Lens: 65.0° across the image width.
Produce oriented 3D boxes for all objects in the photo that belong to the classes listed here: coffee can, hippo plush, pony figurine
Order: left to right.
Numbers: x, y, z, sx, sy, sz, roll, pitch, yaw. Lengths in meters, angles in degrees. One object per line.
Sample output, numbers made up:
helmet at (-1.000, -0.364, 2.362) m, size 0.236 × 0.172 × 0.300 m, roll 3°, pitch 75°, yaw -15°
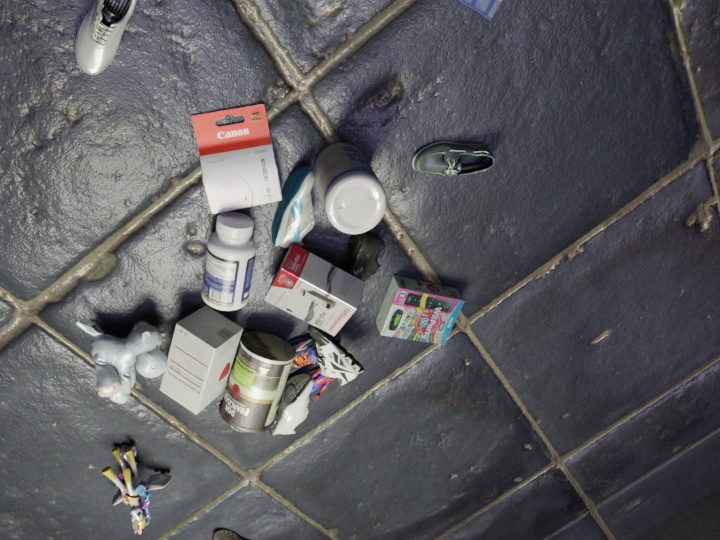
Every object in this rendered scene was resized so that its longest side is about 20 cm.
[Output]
pony figurine at (-0.612, 0.575, 1.517) m, size 0.163 × 0.193 × 0.205 m, roll -18°, pitch 105°, yaw -7°
hippo plush at (-0.530, 0.192, 1.323) m, size 0.157 × 0.159 × 0.205 m, roll -19°, pitch 83°, yaw -5°
coffee can at (-0.260, 0.278, 1.423) m, size 0.143 × 0.147 × 0.204 m, roll 14°, pitch 105°, yaw -22°

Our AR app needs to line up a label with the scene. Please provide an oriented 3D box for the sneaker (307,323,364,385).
sneaker at (-0.079, 0.217, 1.408) m, size 0.088 × 0.074 × 0.201 m, roll -40°, pitch 116°, yaw 1°

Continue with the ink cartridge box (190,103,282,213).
ink cartridge box at (-0.260, -0.232, 1.198) m, size 0.158 × 0.058 × 0.204 m, roll -12°, pitch 127°, yaw -8°

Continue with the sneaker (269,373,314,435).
sneaker at (-0.175, 0.360, 1.522) m, size 0.086 × 0.075 × 0.202 m, roll 18°, pitch 115°, yaw -35°

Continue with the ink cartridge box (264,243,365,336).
ink cartridge box at (-0.108, 0.050, 1.324) m, size 0.197 × 0.084 × 0.147 m, roll 28°, pitch 139°, yaw -9°

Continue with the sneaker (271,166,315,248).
sneaker at (-0.139, -0.141, 1.275) m, size 0.079 × 0.077 × 0.203 m, roll 8°, pitch 125°, yaw -27°

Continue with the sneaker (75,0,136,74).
sneaker at (-0.456, -0.441, 1.005) m, size 0.072 × 0.071 × 0.202 m, roll 24°, pitch 112°, yaw -26°

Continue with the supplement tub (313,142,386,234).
supplement tub at (-0.026, -0.178, 1.201) m, size 0.128 × 0.201 × 0.135 m, roll -7°, pitch 123°, yaw -11°

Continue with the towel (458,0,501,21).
towel at (0.256, -0.625, 1.119) m, size 0.144 × 0.024 × 0.203 m, roll 16°, pitch 116°, yaw -26°

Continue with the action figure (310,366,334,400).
action figure at (-0.133, 0.318, 1.561) m, size 0.198 × 0.052 × 0.066 m, roll -34°, pitch 118°, yaw 4°

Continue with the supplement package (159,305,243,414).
supplement package at (-0.383, 0.214, 1.360) m, size 0.118 × 0.121 × 0.203 m, roll 28°, pitch 116°, yaw 12°

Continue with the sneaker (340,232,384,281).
sneaker at (0.000, 0.000, 1.395) m, size 0.089 × 0.076 × 0.203 m, roll 9°, pitch 122°, yaw -31°

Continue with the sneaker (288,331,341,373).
sneaker at (-0.134, 0.212, 1.477) m, size 0.198 × 0.079 × 0.076 m, roll -35°, pitch 122°, yaw 7°

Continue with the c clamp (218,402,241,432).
c clamp at (-0.308, 0.344, 1.533) m, size 0.170 × 0.027 × 0.200 m, roll 40°, pitch 102°, yaw -18°

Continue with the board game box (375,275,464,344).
board game box at (0.157, 0.108, 1.504) m, size 0.195 × 0.065 × 0.150 m, roll 10°, pitch 117°, yaw -21°

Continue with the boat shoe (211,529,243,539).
boat shoe at (-0.407, 0.903, 1.817) m, size 0.073 × 0.075 × 0.200 m, roll -40°, pitch 121°, yaw 11°

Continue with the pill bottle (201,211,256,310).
pill bottle at (-0.294, -0.023, 1.274) m, size 0.108 × 0.112 × 0.204 m, roll 6°, pitch 118°, yaw -18°

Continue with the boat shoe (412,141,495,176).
boat shoe at (0.218, -0.254, 1.305) m, size 0.194 × 0.062 × 0.074 m, roll -7°, pitch 122°, yaw -11°
